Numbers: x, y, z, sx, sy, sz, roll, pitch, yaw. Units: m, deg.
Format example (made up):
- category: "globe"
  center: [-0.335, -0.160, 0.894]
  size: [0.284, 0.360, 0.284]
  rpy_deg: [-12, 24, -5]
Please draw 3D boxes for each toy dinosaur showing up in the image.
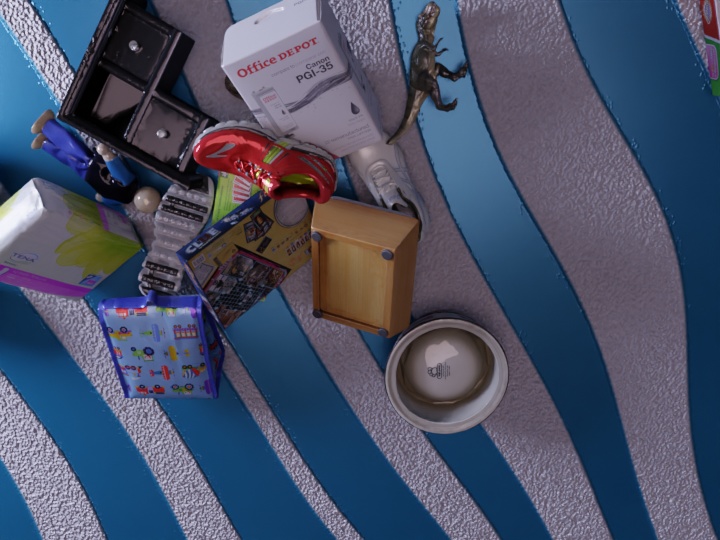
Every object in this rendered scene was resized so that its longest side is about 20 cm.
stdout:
- category: "toy dinosaur"
  center: [0.103, -0.270, 0.941]
  size: [0.087, 0.047, 0.203]
  rpy_deg: [15, 100, 8]

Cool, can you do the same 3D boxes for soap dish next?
- category: "soap dish"
  center: [0.000, 0.000, 0.965]
  size: [0.155, 0.082, 0.202]
  rpy_deg: [15, 131, 16]

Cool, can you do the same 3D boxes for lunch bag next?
- category: "lunch bag"
  center: [-0.298, 0.104, 0.994]
  size: [0.148, 0.095, 0.201]
  rpy_deg: [0, 139, 0]

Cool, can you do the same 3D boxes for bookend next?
- category: "bookend"
  center: [-0.273, -0.247, 0.910]
  size: [0.198, 0.092, 0.200]
  rpy_deg: [29, 98, -6]

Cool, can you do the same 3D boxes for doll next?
- category: "doll"
  center: [-0.380, -0.148, 0.960]
  size: [0.199, 0.049, 0.136]
  rpy_deg: [36, 145, -8]

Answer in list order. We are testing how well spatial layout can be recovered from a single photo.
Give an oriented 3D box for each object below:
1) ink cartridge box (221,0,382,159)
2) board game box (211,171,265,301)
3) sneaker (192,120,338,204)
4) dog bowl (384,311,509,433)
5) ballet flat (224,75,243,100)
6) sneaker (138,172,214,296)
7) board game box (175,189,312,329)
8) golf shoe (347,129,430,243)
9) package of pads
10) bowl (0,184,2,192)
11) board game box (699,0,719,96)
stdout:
- category: "ink cartridge box"
  center: [-0.074, -0.244, 0.879]
  size: [0.145, 0.084, 0.201]
  rpy_deg: [-18, 138, 16]
- category: "board game box"
  center: [-0.175, -0.063, 1.009]
  size: [0.100, 0.048, 0.203]
  rpy_deg: [12, 107, -4]
- category: "sneaker"
  center: [-0.125, -0.137, 0.873]
  size: [0.197, 0.086, 0.077]
  rpy_deg: [10, 140, -10]
- category: "dog bowl"
  center: [0.135, 0.157, 1.069]
  size: [0.197, 0.074, 0.203]
  rpy_deg: [0, 109, 0]
- category: "ballet flat"
  center: [-0.097, -0.265, 0.946]
  size: [0.197, 0.046, 0.068]
  rpy_deg: [4, 109, -2]
- category: "sneaker"
  center: [-0.278, -0.052, 1.002]
  size: [0.074, 0.081, 0.202]
  rpy_deg: [22, 87, -6]
- category: "board game box"
  center: [-0.151, -0.029, 0.949]
  size: [0.200, 0.034, 0.137]
  rpy_deg: [-40, 135, -23]
- category: "golf shoe"
  center: [0.044, -0.128, 0.965]
  size: [0.078, 0.097, 0.201]
  rpy_deg: [-33, 104, 11]
- category: "package of pads"
  center: [-0.430, -0.039, 0.944]
  size: [0.154, 0.200, 0.069]
  rpy_deg: [-37, 67, 11]
- category: "bowl"
  center: [-0.588, -0.116, 0.947]
  size: [0.201, 0.199, 0.108]
  rpy_deg: [52, 58, -14]
- category: "board game box"
  center: [0.561, -0.366, 0.921]
  size: [0.151, 0.040, 0.203]
  rpy_deg: [-16, 107, 5]
